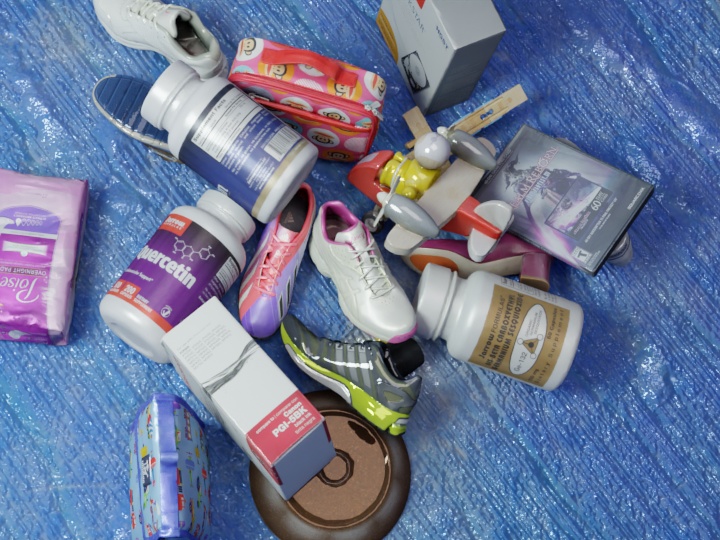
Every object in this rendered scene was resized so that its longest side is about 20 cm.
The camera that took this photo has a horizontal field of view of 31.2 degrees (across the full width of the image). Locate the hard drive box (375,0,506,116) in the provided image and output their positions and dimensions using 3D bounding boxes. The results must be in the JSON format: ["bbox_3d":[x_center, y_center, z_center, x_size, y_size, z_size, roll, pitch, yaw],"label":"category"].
[{"bbox_3d":[0.098,-0.314,1.642,0.076,0.200,0.157,-22,77,-15],"label":"hard drive box"}]

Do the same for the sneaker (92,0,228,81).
[{"bbox_3d":[-0.251,-0.316,1.636,0.198,0.099,0.078,30,70,1],"label":"sneaker"}]

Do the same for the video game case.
[{"bbox_3d":[0.250,-0.092,1.633,0.199,0.019,0.143,30,72,27],"label":"video game case"}]

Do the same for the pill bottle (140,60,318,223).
[{"bbox_3d":[-0.157,-0.157,1.522,0.199,0.111,0.111,37,71,2],"label":"pill bottle"}]

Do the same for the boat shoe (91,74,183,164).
[{"bbox_3d":[-0.245,-0.172,1.606,0.198,0.072,0.073,30,71,-2],"label":"boat shoe"}]

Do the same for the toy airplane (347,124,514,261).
[{"bbox_3d":[0.097,-0.099,1.567,0.196,0.143,0.201,-9,37,-11],"label":"toy airplane"}]

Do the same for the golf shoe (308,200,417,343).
[{"bbox_3d":[0.000,0.000,1.542,0.075,0.092,0.200,-28,59,-22],"label":"golf shoe"}]

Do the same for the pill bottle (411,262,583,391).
[{"bbox_3d":[0.163,0.064,1.580,0.198,0.114,0.116,19,71,-3],"label":"pill bottle"}]

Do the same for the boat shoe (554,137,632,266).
[{"bbox_3d":[0.294,-0.086,1.675,0.071,0.070,0.201,-36,56,9],"label":"boat shoe"}]

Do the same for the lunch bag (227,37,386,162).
[{"bbox_3d":[-0.068,-0.216,1.595,0.197,0.176,0.083,15,69,-3],"label":"lunch bag"}]

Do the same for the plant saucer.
[{"bbox_3d":[-0.034,0.238,1.535,0.197,0.037,0.203,3,72,-9],"label":"plant saucer"}]

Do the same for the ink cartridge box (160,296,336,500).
[{"bbox_3d":[-0.125,0.146,1.465,0.083,0.147,0.200,-39,69,-13],"label":"ink cartridge box"}]

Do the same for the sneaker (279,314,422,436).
[{"bbox_3d":[-0.009,0.109,1.540,0.199,0.074,0.081,36,98,11],"label":"sneaker"}]

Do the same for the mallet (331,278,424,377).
[{"bbox_3d":[-0.006,0.056,1.598,0.066,0.041,0.200,-37,78,-21],"label":"mallet"}]

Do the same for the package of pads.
[{"bbox_3d":[-0.395,-0.018,1.532,0.119,0.076,0.203,6,72,-5],"label":"package of pads"}]

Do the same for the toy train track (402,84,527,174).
[{"bbox_3d":[0.127,-0.181,1.683,0.199,0.033,0.116,-32,97,-2],"label":"toy train track"}]

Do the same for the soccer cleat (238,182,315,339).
[{"bbox_3d":[-0.102,-0.015,1.581,0.067,0.073,0.202,19,71,-3],"label":"soccer cleat"}]

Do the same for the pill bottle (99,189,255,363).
[{"bbox_3d":[-0.213,0.004,1.536,0.112,0.113,0.201,34,70,2],"label":"pill bottle"}]

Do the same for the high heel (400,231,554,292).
[{"bbox_3d":[0.150,-0.028,1.646,0.197,0.068,0.097,14,49,-5],"label":"high heel"}]

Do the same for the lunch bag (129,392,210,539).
[{"bbox_3d":[-0.209,0.226,1.421,0.093,0.200,0.153,-1,72,-10],"label":"lunch bag"}]
